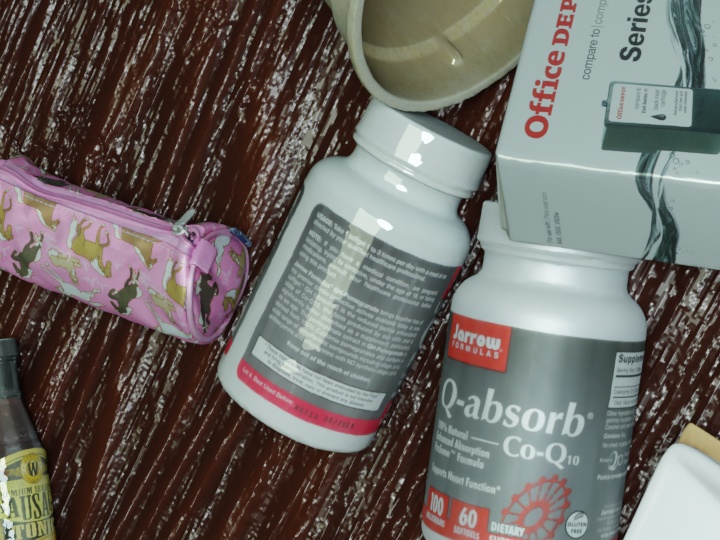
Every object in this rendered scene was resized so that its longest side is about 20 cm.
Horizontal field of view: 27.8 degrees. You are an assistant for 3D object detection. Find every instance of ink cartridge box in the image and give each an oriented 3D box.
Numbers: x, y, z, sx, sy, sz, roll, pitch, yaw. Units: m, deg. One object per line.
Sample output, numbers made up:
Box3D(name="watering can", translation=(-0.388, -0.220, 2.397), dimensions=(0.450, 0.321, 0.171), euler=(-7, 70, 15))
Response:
Box3D(name="ink cartridge box", translation=(0.179, -0.082, 0.754), dimensions=(0.198, 0.083, 0.148), euler=(7, 61, 16))

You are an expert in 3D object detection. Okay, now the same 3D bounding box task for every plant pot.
Box3D(name="plant pot", translation=(0.020, -0.229, 0.851), dimensions=(0.184, 0.200, 0.201), euler=(46, 109, 30))

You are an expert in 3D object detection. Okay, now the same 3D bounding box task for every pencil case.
Box3D(name="pencil case", translation=(-0.173, -0.016, 0.989), dimensions=(0.198, 0.083, 0.088), euler=(17, 99, 25))

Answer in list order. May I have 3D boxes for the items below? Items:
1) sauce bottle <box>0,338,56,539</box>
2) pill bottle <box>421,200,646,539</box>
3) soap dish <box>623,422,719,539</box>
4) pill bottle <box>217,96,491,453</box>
Box3D(name="sauce bottle", translation=(-0.254, 0.151, 1.038), dimensions=(0.065, 0.066, 0.203), euler=(-9, 89, 25))
Box3D(name="pill bottle", translation=(0.103, 0.066, 0.841), dimensions=(0.115, 0.116, 0.203), euler=(9, 94, 25))
Box3D(name="soap dish", translation=(0.219, 0.196, 0.768), dimensions=(0.200, 0.081, 0.159), euler=(35, 106, 53))
Box3D(name="pill bottle", translation=(0.000, 0.000, 0.891), dimensions=(0.110, 0.110, 0.202), euler=(32, 104, 21))
